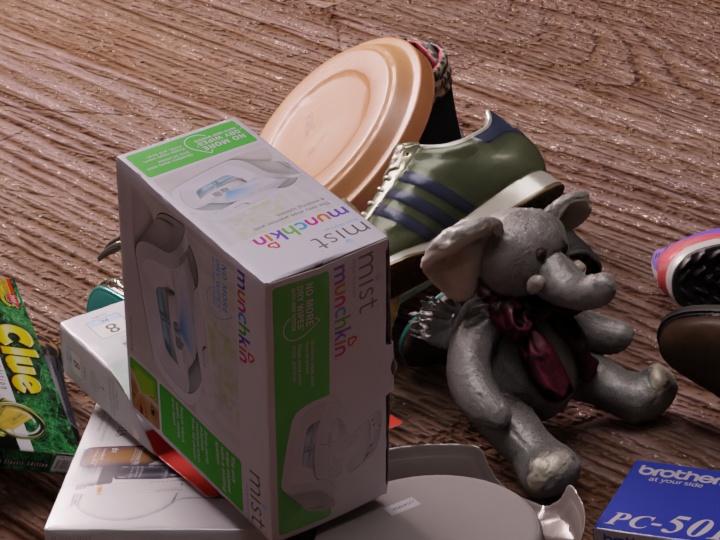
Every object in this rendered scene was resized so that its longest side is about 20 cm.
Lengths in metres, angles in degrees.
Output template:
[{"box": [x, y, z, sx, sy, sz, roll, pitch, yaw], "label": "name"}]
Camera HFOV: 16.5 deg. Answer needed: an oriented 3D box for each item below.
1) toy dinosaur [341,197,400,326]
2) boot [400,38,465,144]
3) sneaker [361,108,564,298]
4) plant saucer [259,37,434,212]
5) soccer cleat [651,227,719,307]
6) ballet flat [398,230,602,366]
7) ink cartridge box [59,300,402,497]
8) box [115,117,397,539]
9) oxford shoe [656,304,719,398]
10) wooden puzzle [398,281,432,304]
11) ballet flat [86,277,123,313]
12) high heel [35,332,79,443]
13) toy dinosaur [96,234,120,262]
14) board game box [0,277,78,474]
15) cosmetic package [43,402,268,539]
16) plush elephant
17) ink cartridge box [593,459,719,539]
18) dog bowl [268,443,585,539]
[{"box": [0.000, 0.000, 1.827, 0.200, 0.101, 0.058, -31, -6, 13], "label": "toy dinosaur"}, {"box": [0.058, -0.128, 2.086, 0.073, 0.154, 0.204, 0, 25, 9], "label": "boot"}, {"box": [0.038, -0.045, 1.758, 0.200, 0.067, 0.090, -27, 71, -10], "label": "sneaker"}, {"box": [-0.025, -0.103, 1.954, 0.200, 0.032, 0.200, -34, 33, 26], "label": "plant saucer"}, {"box": [0.322, -0.016, 1.913, 0.200, 0.068, 0.073, -12, 19, -11], "label": "soccer cleat"}, {"box": [0.114, 0.023, 1.863, 0.068, 0.068, 0.200, 32, 46, 25], "label": "ballet flat"}, {"box": [-0.091, 0.070, 1.701, 0.160, 0.047, 0.200, -19, 33, -29], "label": "ink cartridge box"}, {"box": [-0.065, 0.036, 1.556, 0.097, 0.200, 0.176, -21, 40, -28], "label": "box"}, {"box": [0.282, 0.083, 1.667, 0.200, 0.073, 0.084, 25, 42, 24], "label": "oxford shoe"}, {"box": [-0.008, -0.014, 1.918, 0.200, 0.046, 0.185, -28, 26, 4], "label": "wooden puzzle"}, {"box": [-0.135, 0.054, 1.859, 0.075, 0.068, 0.200, 5, 15, -33], "label": "ballet flat"}, {"box": [-0.310, 0.083, 1.799, 0.200, 0.071, 0.143, 4, 28, -19], "label": "high heel"}, {"box": [-0.100, -0.029, 1.908, 0.200, 0.105, 0.182, -37, 19, 22], "label": "toy dinosaur"}, {"box": [-0.271, 0.068, 1.754, 0.105, 0.023, 0.200, 10, 33, -32], "label": "board game box"}, {"box": [-0.118, 0.143, 1.678, 0.151, 0.052, 0.200, 1, 26, 6], "label": "cosmetic package"}, {"box": [0.121, 0.026, 1.708, 0.165, 0.155, 0.200, -25, 49, -38], "label": "plush elephant"}, {"box": [0.255, 0.170, 1.555, 0.200, 0.044, 0.094, 6, 26, 22], "label": "ink cartridge box"}, {"box": [0.043, 0.182, 1.554, 0.200, 0.059, 0.200, -4, 25, 2], "label": "dog bowl"}]
